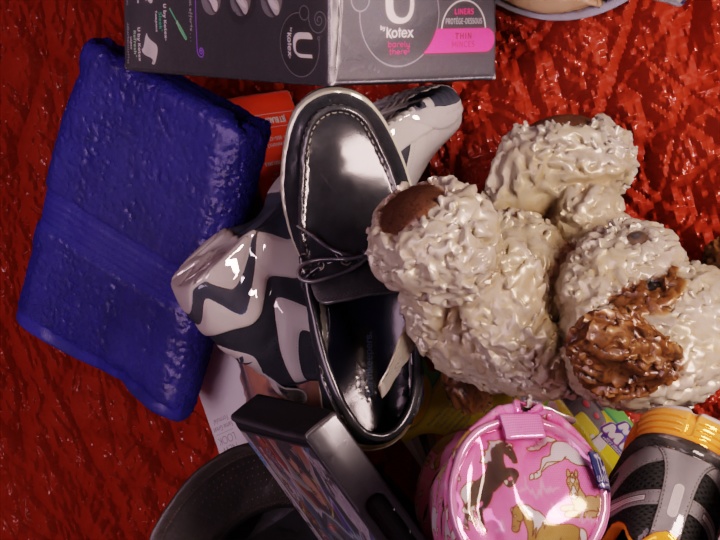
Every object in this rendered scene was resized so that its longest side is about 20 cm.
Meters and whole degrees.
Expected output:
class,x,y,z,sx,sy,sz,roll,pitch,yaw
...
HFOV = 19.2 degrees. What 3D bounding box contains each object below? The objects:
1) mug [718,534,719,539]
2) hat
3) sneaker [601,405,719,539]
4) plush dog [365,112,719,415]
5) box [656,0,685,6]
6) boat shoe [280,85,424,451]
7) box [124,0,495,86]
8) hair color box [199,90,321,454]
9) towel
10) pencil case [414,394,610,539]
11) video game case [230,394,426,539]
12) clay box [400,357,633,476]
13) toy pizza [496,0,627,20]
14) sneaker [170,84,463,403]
class,x,y,z,sx,sy,sz,roll,pitch,yaw
mug,0.251,0.184,1.032,0.174,0.148,0.201,21,135,13
hat,-0.047,0.196,1.316,0.081,0.199,0.202,-131,36,-81
sneaker,0.136,0.154,1.068,0.078,0.077,0.201,16,137,9
plush dog,0.116,0.022,1.087,0.171,0.200,0.161,16,117,33
box,0.108,-0.259,1.052,0.200,0.105,0.185,34,107,21
boat shoe,0.000,0.000,1.150,0.062,0.074,0.201,-161,65,-81
box,-0.032,-0.160,1.191,0.199,0.122,0.107,10,103,51
hair color box,-0.065,0.004,1.313,0.111,0.064,0.201,-26,83,40
towel,-0.130,-0.027,1.296,0.147,0.049,0.201,29,116,26
pencil case,0.072,0.115,1.073,0.086,0.200,0.083,-42,86,-7
video game case,0.006,0.151,1.175,0.181,0.025,0.200,55,168,-8
clay box,0.102,0.112,1.201,0.200,0.047,0.115,55,130,19
toy pizza,0.100,-0.235,1.146,0.199,0.032,0.202,9,105,39
sneaker,0.004,-0.005,1.223,0.130,0.199,0.079,53,164,-18
